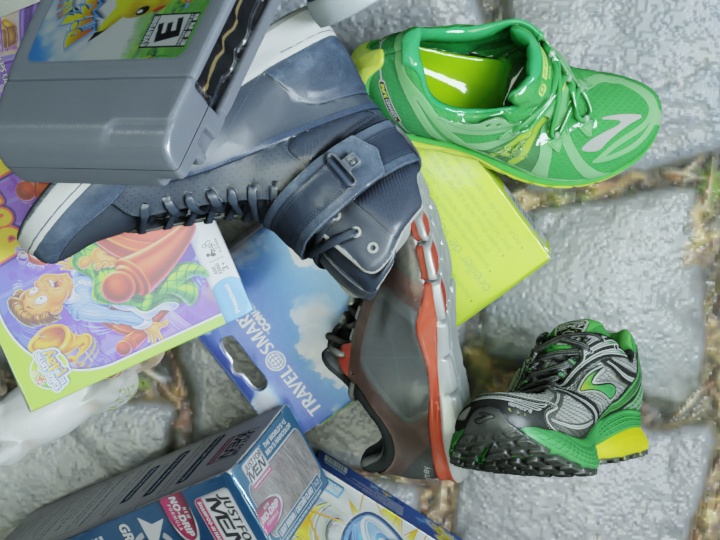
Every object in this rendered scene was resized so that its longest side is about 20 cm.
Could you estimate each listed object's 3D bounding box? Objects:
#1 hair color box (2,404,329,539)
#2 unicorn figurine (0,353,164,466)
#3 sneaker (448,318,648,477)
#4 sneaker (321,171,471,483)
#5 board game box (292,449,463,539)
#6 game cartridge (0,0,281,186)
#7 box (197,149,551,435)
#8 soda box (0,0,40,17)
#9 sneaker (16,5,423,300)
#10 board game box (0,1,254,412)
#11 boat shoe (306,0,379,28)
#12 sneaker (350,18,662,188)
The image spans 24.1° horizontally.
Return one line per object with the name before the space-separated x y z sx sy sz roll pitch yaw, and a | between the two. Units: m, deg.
hair color box | -0.127 0.156 1.002 0.200 0.100 0.061 -25 100 23
unicorn figurine | -0.202 0.081 1.011 0.199 0.137 0.074 -14 80 -8
sneaker | 0.106 0.071 0.959 0.078 0.200 0.085 -1 91 26
sneaker | 0.013 0.031 0.960 0.082 0.077 0.201 -7 102 10
board game box | 0.021 0.223 1.064 0.200 0.034 0.136 32 101 -3
game cartridge | -0.102 -0.132 0.841 0.133 0.200 0.040 1 147 38
box | 0.000 0.000 1.014 0.200 0.048 0.122 -36 97 9
soda box | -0.137 -0.121 0.986 0.200 0.068 0.064 32 98 -4
sneaker | -0.062 -0.027 0.874 0.202 0.077 0.146 -35 86 -12
board game box | -0.160 -0.042 0.922 0.134 0.045 0.200 -25 97 -12
boat shoe | -0.005 -0.200 0.896 0.071 0.200 0.091 -25 110 22
sneaker | 0.091 -0.094 0.947 0.199 0.084 0.074 6 75 -26
